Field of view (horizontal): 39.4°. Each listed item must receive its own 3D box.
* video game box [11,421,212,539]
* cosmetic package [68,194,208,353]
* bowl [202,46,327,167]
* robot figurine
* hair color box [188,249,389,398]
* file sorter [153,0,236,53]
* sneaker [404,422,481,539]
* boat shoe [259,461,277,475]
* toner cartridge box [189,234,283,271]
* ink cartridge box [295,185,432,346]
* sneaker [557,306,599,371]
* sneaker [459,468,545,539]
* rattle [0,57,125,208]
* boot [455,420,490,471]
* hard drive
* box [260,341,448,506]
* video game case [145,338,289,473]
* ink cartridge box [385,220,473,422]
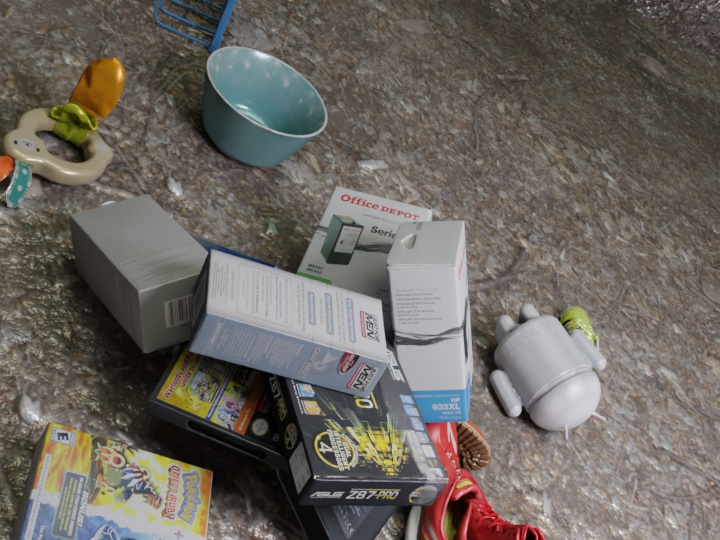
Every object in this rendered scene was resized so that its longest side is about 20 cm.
[{"bbox_3d":[-0.238,0.259,0.963,0.181,0.047,0.201,23,38,-22],"label":"video game box"},{"bbox_3d":[-0.244,-0.002,1.142,0.106,0.091,0.200,-18,35,-29],"label":"cosmetic package"},{"bbox_3d":[-0.161,-0.235,1.526,0.199,0.105,0.202,23,38,-19],"label":"bowl"},{"bbox_3d":[0.269,0.147,1.450,0.168,0.113,0.201,-28,62,-9],"label":"robot figurine"},{"bbox_3d":[-0.074,0.056,1.046,0.198,0.061,0.100,17,37,-18],"label":"hair color box"},{"bbox_3d":[-0.263,-0.493,1.705,0.121,0.139,0.201,21,38,-14],"label":"file sorter"},{"bbox_3d":[0.106,0.253,1.183,0.077,0.084,0.202,25,55,-37],"label":"sneaker"},{"bbox_3d":[-0.101,0.140,1.183,0.075,0.074,0.201,-1,50,-38],"label":"boat shoe"},{"bbox_3d":[-0.143,0.010,1.203,0.199,0.044,0.095,19,-14,43],"label":"toner cartridge box"},{"bbox_3d":[0.000,0.000,1.327,0.144,0.084,0.202,15,56,10],"label":"ink cartridge box"},{"bbox_3d":[0.349,0.118,1.580,0.075,0.077,0.201,28,35,-7],"label":"sneaker"},{"bbox_3d":[0.166,0.303,1.188,0.078,0.116,0.201,6,46,-34],"label":"sneaker"},{"bbox_3d":[-0.380,-0.173,1.253,0.131,0.142,0.200,60,32,1],"label":"rattle"},{"bbox_3d":[0.091,0.176,1.310,0.199,0.075,0.107,36,31,1],"label":"boot"},{"bbox_3d":[-0.007,0.231,1.144,0.200,0.033,0.141,-40,110,-54],"label":"hard drive"},{"bbox_3d":[-0.013,0.154,1.063,0.159,0.049,0.201,11,38,-30],"label":"box"},{"bbox_3d":[-0.117,0.120,1.109,0.179,0.026,0.201,23,35,-1],"label":"video game case"},{"bbox_3d":[0.087,0.058,1.204,0.083,0.203,0.145,-2,23,11],"label":"ink cartridge box"}]
